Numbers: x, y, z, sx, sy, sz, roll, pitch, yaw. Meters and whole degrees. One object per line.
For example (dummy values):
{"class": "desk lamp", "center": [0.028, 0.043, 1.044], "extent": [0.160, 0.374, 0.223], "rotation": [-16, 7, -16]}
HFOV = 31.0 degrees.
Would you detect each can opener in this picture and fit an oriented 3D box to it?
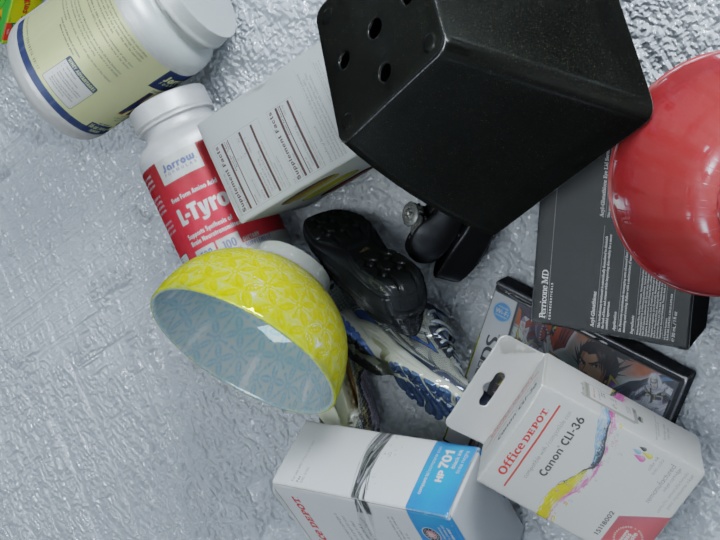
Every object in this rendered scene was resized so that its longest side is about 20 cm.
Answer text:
{"class": "can opener", "center": [0.100, -0.085, 1.196], "extent": [0.200, 0.079, 0.063], "rotation": [-65, 25, 25]}

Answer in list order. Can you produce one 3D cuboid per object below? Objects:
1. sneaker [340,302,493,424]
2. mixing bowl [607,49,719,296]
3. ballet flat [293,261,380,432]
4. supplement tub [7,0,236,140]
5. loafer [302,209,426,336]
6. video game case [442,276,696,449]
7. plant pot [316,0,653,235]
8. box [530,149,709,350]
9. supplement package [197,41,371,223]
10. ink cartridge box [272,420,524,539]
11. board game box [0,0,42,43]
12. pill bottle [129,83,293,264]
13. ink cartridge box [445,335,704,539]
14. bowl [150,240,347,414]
{"class": "sneaker", "center": [0.062, 0.074, 1.237], "extent": [0.200, 0.085, 0.077], "rotation": [34, 161, 33]}
{"class": "mixing bowl", "center": [0.299, -0.062, 0.980], "extent": [0.200, 0.108, 0.200], "rotation": [-2, 105, -6]}
{"class": "ballet flat", "center": [-0.032, 0.090, 1.321], "extent": [0.072, 0.072, 0.200], "rotation": [-15, 93, 35]}
{"class": "supplement tub", "center": [-0.242, -0.239, 1.321], "extent": [0.200, 0.145, 0.145], "rotation": [-29, 85, 22]}
{"class": "loafer", "center": [0.000, 0.000, 1.245], "extent": [0.201, 0.068, 0.070], "rotation": [42, 146, 53]}
{"class": "video game case", "center": [0.188, 0.128, 1.209], "extent": [0.200, 0.025, 0.181], "rotation": [28, 115, 25]}
{"class": "plant pot", "center": [0.081, -0.171, 1.035], "extent": [0.200, 0.177, 0.200], "rotation": [-38, 53, 42]}
{"class": "box", "center": [0.228, -0.047, 1.103], "extent": [0.141, 0.079, 0.200], "rotation": [9, 106, 23]}
{"class": "supplement package", "center": [-0.037, -0.140, 1.240], "extent": [0.200, 0.114, 0.110], "rotation": [-28, 85, 36]}
{"class": "ink cartridge box", "center": [0.037, 0.230, 1.260], "extent": [0.200, 0.086, 0.146], "rotation": [6, 142, 34]}
{"class": "board game box", "center": [-0.451, -0.355, 1.504], "extent": [0.200, 0.048, 0.102], "rotation": [35, 119, 22]}
{"class": "pill bottle", "center": [-0.158, -0.085, 1.334], "extent": [0.112, 0.112, 0.200], "rotation": [-28, 86, 35]}
{"class": "ink cartridge box", "center": [0.181, 0.155, 1.131], "extent": [0.200, 0.068, 0.117], "rotation": [29, 114, -2]}
{"class": "bowl", "center": [-0.088, 0.037, 1.231], "extent": [0.200, 0.108, 0.200], "rotation": [23, 153, 13]}
